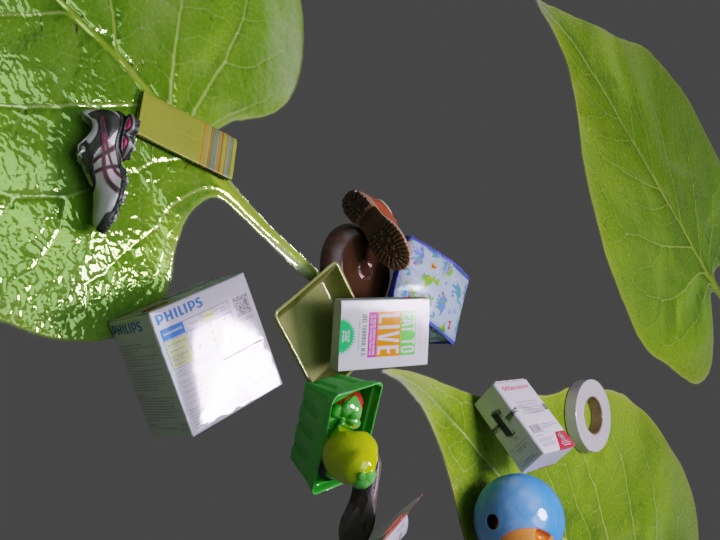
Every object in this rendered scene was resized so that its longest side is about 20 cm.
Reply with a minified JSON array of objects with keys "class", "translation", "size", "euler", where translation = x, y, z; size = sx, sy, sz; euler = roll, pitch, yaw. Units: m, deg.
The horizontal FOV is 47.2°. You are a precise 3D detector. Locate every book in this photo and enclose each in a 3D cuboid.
[{"class":"book","translation":[0.038,0.117,1.575],"size":[0.200,0.048,0.134],"euler":[-1,99,-31]}]

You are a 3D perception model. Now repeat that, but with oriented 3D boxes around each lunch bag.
[{"class":"lunch bag","translation":[0.126,0.045,1.745],"size":[0.200,0.127,0.170],"euler":[42,54,-46]}]

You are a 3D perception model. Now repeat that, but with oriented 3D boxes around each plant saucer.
[{"class":"plant saucer","translation":[0.000,0.000,1.685],"size":[0.200,0.037,0.201],"euler":[11,75,-45]},{"class":"plant saucer","translation":[-0.076,0.115,1.571],"size":[0.200,0.048,0.200],"euler":[-42,113,-43]}]

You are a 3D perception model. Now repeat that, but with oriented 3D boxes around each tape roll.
[{"class":"tape roll","translation":[0.632,0.403,2.289],"size":[0.203,0.037,0.203],"euler":[10,76,-46]}]

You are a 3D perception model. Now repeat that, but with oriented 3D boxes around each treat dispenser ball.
[{"class":"treat dispenser ball","translation":[0.353,0.555,1.836],"size":[0.201,0.201,0.201],"euler":[11,74,-46]}]

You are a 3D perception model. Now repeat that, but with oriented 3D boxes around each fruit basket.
[{"class":"fruit basket","translation":[-0.021,0.302,1.448],"size":[0.155,0.216,0.216],"euler":[-8,89,-48]}]

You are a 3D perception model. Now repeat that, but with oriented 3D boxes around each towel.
[{"class":"towel","translation":[-0.298,-0.229,1.422],"size":[0.200,0.018,0.086],"euler":[24,60,-41]}]

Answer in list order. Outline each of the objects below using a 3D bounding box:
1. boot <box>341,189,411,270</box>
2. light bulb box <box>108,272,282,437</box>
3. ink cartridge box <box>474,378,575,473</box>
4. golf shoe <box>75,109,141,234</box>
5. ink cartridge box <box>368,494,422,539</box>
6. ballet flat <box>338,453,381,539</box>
[{"class":"boot","translation":[0.054,-0.081,1.683],"size":[0.107,0.075,0.200],"euler":[7,43,-58]},{"class":"light bulb box","translation":[-0.259,0.132,1.313],"size":[0.198,0.125,0.200],"euler":[-26,101,-46]},{"class":"ink cartridge box","translation":[0.381,0.358,1.922],"size":[0.144,0.084,0.200],"euler":[3,45,-47]},{"class":"golf shoe","translation":[-0.399,-0.153,1.270],"size":[0.088,0.077,0.200],"euler":[12,70,-25]},{"class":"ink cartridge box","translation":[0.042,0.511,1.519],"size":[0.050,0.200,0.162],"euler":[47,45,8]},{"class":"ballet flat","translation":[0.003,0.445,1.593],"size":[0.046,0.067,0.200],"euler":[71,27,-61]}]
